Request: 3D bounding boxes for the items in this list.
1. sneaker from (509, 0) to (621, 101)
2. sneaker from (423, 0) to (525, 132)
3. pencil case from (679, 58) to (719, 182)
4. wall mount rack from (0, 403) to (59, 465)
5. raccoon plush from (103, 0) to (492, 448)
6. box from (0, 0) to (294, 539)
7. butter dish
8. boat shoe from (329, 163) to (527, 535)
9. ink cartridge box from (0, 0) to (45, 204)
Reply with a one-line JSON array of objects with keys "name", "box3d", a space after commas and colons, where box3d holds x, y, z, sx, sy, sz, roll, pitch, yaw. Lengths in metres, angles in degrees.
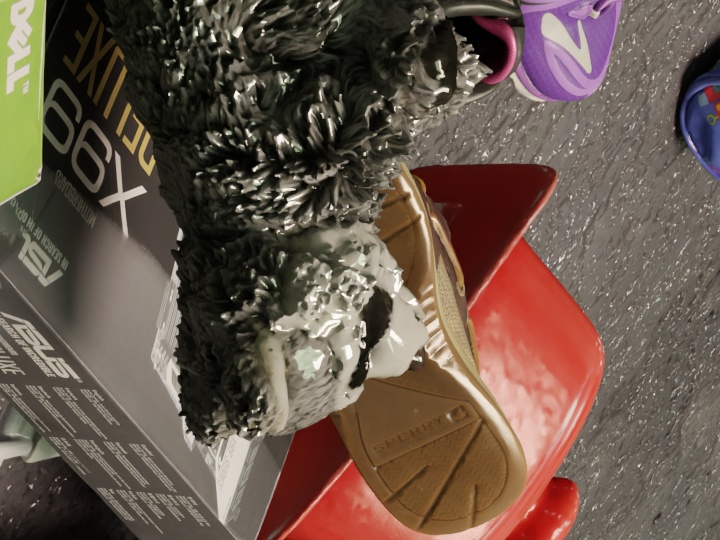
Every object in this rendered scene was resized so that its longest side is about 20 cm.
[{"name": "sneaker", "box3d": [0.110, -0.151, 1.057, 0.081, 0.083, 0.200, -32, 146, -40]}, {"name": "sneaker", "box3d": [0.030, -0.102, 0.947, 0.200, 0.086, 0.080, -49, 159, -45]}, {"name": "pencil case", "box3d": [0.266, -0.121, 1.363, 0.200, 0.087, 0.078, -40, 175, -29]}, {"name": "wall mount rack", "box3d": [-0.090, -0.006, 0.895, 0.200, 0.075, 0.174, -8, 129, -59]}, {"name": "raccoon plush", "box3d": [-0.060, -0.038, 0.709, 0.134, 0.200, 0.097, -59, 173, -10]}, {"name": "box", "box3d": [-0.072, -0.023, 0.808, 0.200, 0.050, 0.158, 56, 45, -47]}, {"name": "butter dish", "box3d": [0.029, 0.066, 1.017, 0.200, 0.148, 0.200, -51, -165, -10]}, {"name": "boat shoe", "box3d": [0.000, 0.000, 0.837, 0.072, 0.072, 0.200, -24, 123, 10]}, {"name": "ink cartridge box", "box3d": [-0.130, -0.085, 0.636, 0.200, 0.148, 0.076, -34, 147, -38]}]
